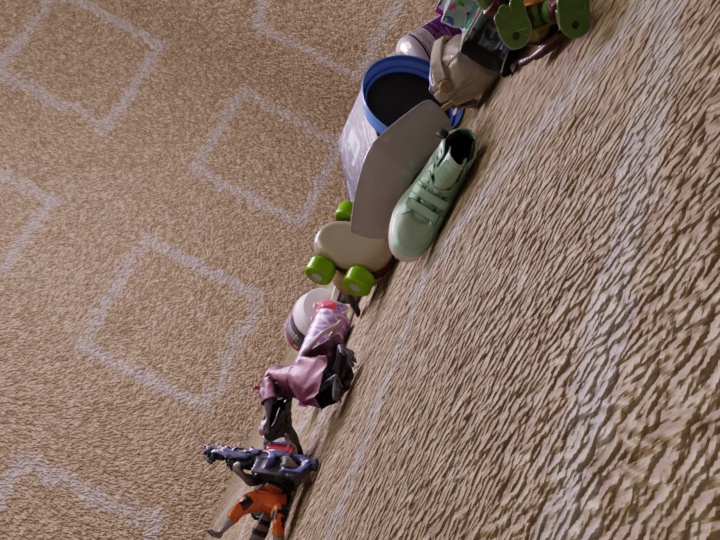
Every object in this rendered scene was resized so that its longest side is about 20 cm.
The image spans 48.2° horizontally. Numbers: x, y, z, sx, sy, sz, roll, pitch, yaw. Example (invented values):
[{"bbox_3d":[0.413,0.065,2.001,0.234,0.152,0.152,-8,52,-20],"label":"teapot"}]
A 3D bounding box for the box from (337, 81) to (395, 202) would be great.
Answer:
[{"bbox_3d":[0.047,-0.234,1.607,0.200,0.116,0.199,121,142,-56],"label":"box"}]

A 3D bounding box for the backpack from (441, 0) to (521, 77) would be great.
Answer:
[{"bbox_3d":[0.213,-0.417,1.180,0.201,0.149,0.178,-55,8,31],"label":"backpack"}]

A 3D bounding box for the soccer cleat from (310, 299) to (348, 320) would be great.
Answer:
[{"bbox_3d":[-0.078,0.161,1.746,0.067,0.075,0.203,-131,49,-66],"label":"soccer cleat"}]

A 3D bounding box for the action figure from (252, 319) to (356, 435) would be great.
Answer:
[{"bbox_3d":[-0.110,0.177,1.317,0.198,0.151,0.133,-12,5,36],"label":"action figure"}]

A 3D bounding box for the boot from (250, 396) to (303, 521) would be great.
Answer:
[{"bbox_3d":[-0.152,0.312,1.364,0.201,0.067,0.132,-70,-25,-59],"label":"boot"}]

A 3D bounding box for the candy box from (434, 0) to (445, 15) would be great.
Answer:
[{"bbox_3d":[0.241,-0.548,1.514,0.202,0.135,0.061,-66,7,-15],"label":"candy box"}]

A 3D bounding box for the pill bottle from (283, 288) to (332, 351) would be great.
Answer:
[{"bbox_3d":[-0.114,0.120,1.943,0.117,0.115,0.200,-66,6,-26],"label":"pill bottle"}]

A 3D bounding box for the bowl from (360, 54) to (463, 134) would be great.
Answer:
[{"bbox_3d":[0.094,-0.319,1.522,0.039,0.198,0.202,114,179,-58],"label":"bowl"}]

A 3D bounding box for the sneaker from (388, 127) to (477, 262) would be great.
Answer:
[{"bbox_3d":[0.101,-0.113,1.141,0.202,0.073,0.118,-63,-1,-14],"label":"sneaker"}]

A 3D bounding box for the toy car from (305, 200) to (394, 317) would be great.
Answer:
[{"bbox_3d":[0.000,0.000,1.542,0.165,0.156,0.201,-62,-25,-29],"label":"toy car"}]

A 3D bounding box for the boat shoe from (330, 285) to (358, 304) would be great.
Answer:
[{"bbox_3d":[-0.028,0.032,1.828,0.202,0.059,0.073,-78,4,-74],"label":"boat shoe"}]

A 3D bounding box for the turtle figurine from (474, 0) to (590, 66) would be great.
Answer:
[{"bbox_3d":[0.196,-0.332,0.915,0.195,0.142,0.202,-82,15,-62],"label":"turtle figurine"}]

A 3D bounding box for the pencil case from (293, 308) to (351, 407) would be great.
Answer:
[{"bbox_3d":[-0.084,0.176,1.623,0.086,0.083,0.202,70,-140,-56],"label":"pencil case"}]

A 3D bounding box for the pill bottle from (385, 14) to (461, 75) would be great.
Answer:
[{"bbox_3d":[0.151,-0.448,1.640,0.199,0.113,0.112,-33,-1,-12],"label":"pill bottle"}]

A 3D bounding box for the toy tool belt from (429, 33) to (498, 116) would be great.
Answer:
[{"bbox_3d":[0.161,-0.333,1.377,0.123,0.124,0.201,-51,10,28],"label":"toy tool belt"}]

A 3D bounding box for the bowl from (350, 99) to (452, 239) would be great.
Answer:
[{"bbox_3d":[0.075,-0.151,1.280,0.200,0.074,0.201,-43,-23,-39],"label":"bowl"}]

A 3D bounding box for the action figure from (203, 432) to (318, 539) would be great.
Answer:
[{"bbox_3d":[-0.163,0.342,1.259,0.105,0.197,0.195,74,-146,-43],"label":"action figure"}]
